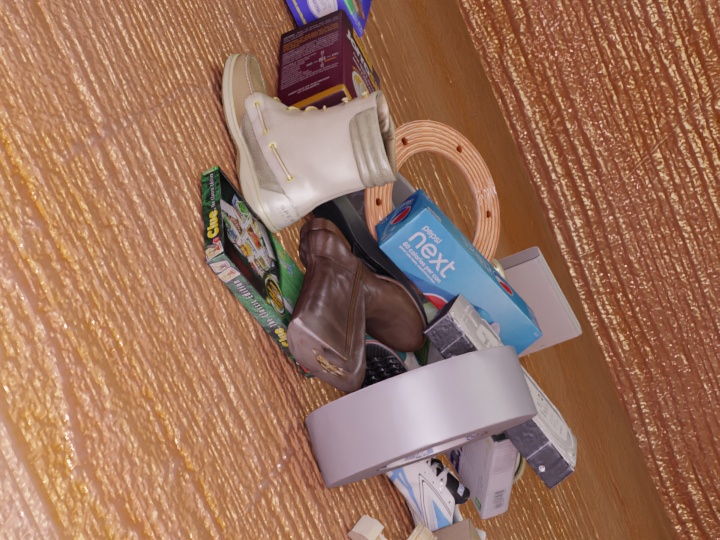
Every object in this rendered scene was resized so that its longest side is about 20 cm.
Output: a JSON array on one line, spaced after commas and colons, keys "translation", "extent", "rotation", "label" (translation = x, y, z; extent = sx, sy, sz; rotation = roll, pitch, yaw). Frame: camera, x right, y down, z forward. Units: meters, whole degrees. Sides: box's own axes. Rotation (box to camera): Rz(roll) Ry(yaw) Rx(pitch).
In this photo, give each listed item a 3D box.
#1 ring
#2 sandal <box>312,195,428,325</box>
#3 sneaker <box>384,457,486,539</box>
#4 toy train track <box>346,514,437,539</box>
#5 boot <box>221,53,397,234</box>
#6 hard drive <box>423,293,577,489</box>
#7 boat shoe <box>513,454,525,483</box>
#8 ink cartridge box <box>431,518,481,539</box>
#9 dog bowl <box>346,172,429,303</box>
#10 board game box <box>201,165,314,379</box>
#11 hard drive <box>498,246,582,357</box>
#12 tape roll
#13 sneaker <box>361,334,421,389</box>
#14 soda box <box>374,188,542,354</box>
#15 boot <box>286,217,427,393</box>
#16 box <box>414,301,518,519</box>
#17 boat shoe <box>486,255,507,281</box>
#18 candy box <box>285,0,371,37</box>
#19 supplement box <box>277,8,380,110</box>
[{"translation": [0.079, -0.068, 1.724], "extent": [0.200, 0.019, 0.202], "rotation": [9, 76, -39], "label": "ring"}, {"translation": [-0.001, 0.000, 1.658], "extent": [0.201, 0.048, 0.075], "rotation": [54, -27, -4], "label": "sandal"}, {"translation": [0.066, 0.210, 1.575], "extent": [0.201, 0.072, 0.072], "rotation": [63, 16, -17], "label": "sneaker"}, {"translation": [0.074, 0.290, 1.375], "extent": [0.200, 0.033, 0.115], "rotation": [43, 44, 0], "label": "toy train track"}, {"translation": [-0.048, -0.144, 1.480], "extent": [0.072, 0.154, 0.201], "rotation": [46, 26, -58], "label": "boot"}, {"translation": [0.146, 0.118, 1.559], "extent": [0.200, 0.038, 0.140], "rotation": [51, 11, 1], "label": "hard drive"}, {"translation": [0.154, 0.191, 1.956], "extent": [0.068, 0.075, 0.200], "rotation": [51, 15, -35], "label": "boat shoe"}, {"translation": [0.116, 0.375, 1.510], "extent": [0.201, 0.075, 0.165], "rotation": [62, 14, -22], "label": "ink cartridge box"}, {"translation": [0.052, -0.038, 1.838], "extent": [0.200, 0.059, 0.200], "rotation": [50, 17, -22], "label": "dog bowl"}, {"translation": [-0.087, 0.005, 1.391], "extent": [0.200, 0.023, 0.105], "rotation": [54, 19, -47], "label": "board game box"}, {"translation": [0.247, 0.054, 2.367], "extent": [0.026, 0.131, 0.200], "rotation": [-98, 161, -43], "label": "hard drive"}, {"translation": [0.053, 0.130, 1.369], "extent": [0.200, 0.200, 0.066], "rotation": [15, 55, -73], "label": "tape roll"}, {"translation": [0.046, 0.112, 1.639], "extent": [0.200, 0.070, 0.094], "rotation": [54, 26, -39], "label": "sneaker"}, {"translation": [0.106, 0.011, 1.652], "extent": [0.200, 0.068, 0.064], "rotation": [46, 13, -19], "label": "soda box"}, {"translation": [-0.001, 0.063, 1.439], "extent": [0.186, 0.064, 0.200], "rotation": [44, 21, -23], "label": "boot"}, {"translation": [0.110, 0.150, 1.679], "extent": [0.145, 0.036, 0.200], "rotation": [94, -27, -48], "label": "box"}, {"translation": [0.123, 0.080, 1.790], "extent": [0.064, 0.071, 0.201], "rotation": [-7, 109, -46], "label": "boat shoe"}, {"translation": [-0.054, -0.386, 1.984], "extent": [0.200, 0.077, 0.170], "rotation": [-82, 147, -66], "label": "candy box"}, {"translation": [-0.033, -0.198, 1.764], "extent": [0.200, 0.085, 0.111], "rotation": [-92, 156, -54], "label": "supplement box"}]
